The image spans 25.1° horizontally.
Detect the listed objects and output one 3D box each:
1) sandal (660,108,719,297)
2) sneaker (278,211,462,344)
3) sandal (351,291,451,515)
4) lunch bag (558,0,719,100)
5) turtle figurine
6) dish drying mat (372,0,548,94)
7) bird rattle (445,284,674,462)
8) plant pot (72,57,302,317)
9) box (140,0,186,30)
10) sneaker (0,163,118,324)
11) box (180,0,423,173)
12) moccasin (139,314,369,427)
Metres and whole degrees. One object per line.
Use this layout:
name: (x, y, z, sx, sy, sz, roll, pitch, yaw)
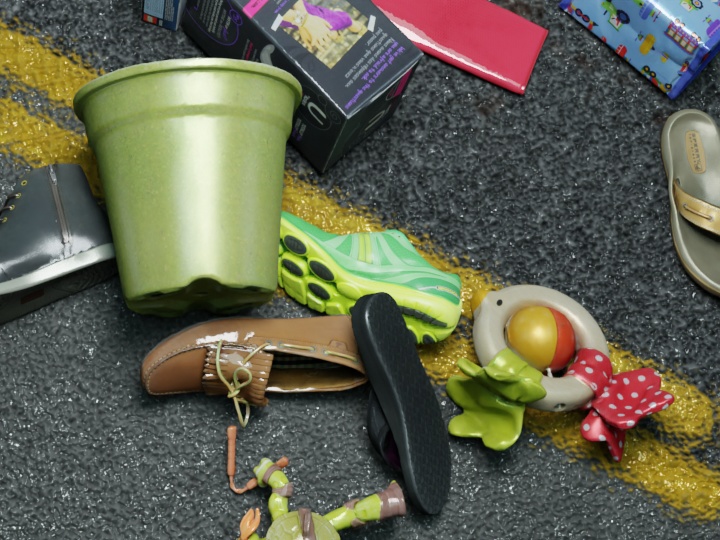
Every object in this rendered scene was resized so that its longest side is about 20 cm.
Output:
sandal: (0.335, -0.067, 1.539, 0.080, 0.054, 0.201, -7, 73, -11)
sneaker: (0.000, 0.000, 1.464, 0.199, 0.074, 0.084, 26, 43, 4)
sandal: (0.031, 0.117, 1.417, 0.075, 0.048, 0.202, -26, 100, -55)
lunch bag: (0.321, -0.294, 1.602, 0.150, 0.094, 0.200, 41, 61, 8)
turtle figurine: (-0.041, 0.221, 1.377, 0.160, 0.064, 0.201, -7, 73, -11)
dish drying mat: (0.080, -0.243, 1.576, 0.199, 0.018, 0.077, 24, 71, -2)
bird rattle: (0.173, 0.080, 1.445, 0.199, 0.113, 0.164, -3, 56, -13)
plant pot: (-0.143, -0.061, 1.390, 0.199, 0.200, 0.185, -2, 77, -10)
box: (-0.156, -0.343, 1.507, 0.037, 0.137, 0.201, 17, 70, -3)
sneaker: (-0.315, -0.018, 1.414, 0.199, 0.075, 0.107, -20, 72, -25)
box: (-0.056, -0.212, 1.485, 0.106, 0.122, 0.200, -40, 83, -23)
moccasin: (-0.091, 0.087, 1.408, 0.200, 0.074, 0.078, 0, 46, -18)
